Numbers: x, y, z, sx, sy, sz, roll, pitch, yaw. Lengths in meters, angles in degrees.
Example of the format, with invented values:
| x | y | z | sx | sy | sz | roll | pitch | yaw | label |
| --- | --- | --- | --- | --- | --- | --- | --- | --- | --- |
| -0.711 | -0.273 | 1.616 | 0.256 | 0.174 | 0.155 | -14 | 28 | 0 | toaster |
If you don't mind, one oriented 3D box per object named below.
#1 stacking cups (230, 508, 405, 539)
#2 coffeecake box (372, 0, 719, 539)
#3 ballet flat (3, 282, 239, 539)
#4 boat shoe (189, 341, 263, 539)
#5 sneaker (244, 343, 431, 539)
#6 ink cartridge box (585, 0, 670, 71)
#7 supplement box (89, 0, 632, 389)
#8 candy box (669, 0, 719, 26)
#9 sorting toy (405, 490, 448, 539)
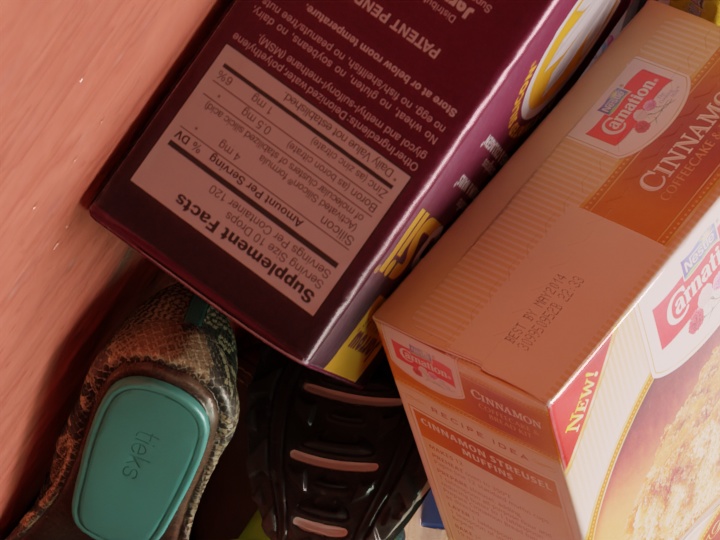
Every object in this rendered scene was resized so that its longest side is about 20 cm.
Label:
| x | y | z | sx | sy | sz | roll | pitch | yaw | label |
| --- | --- | --- | --- | --- | --- | --- | --- | --- | --- |
| 0.002 | 0.073 | 1.010 | 0.200 | 0.060 | 0.061 | -55 | 170 | -32 | stacking cups |
| 0.096 | 0.039 | 0.937 | 0.154 | 0.073 | 0.201 | -48 | 143 | -24 | coffeecake box |
| -0.085 | 0.085 | 0.980 | 0.075 | 0.067 | 0.201 | -72 | -173 | -55 | ballet flat |
| -0.044 | 0.127 | 1.130 | 0.067 | 0.072 | 0.202 | -15 | 118 | -33 | boat shoe |
| 0.013 | 0.011 | 0.976 | 0.079 | 0.073 | 0.201 | 69 | 33 | -66 | sneaker |
| 0.151 | -0.097 | 1.165 | 0.147 | 0.085 | 0.201 | -4 | 119 | -45 | ink cartridge box |
| 0.015 | -0.070 | 0.882 | 0.201 | 0.085 | 0.110 | -55 | 169 | 1 | supplement box |
| 0.149 | -0.132 | 0.977 | 0.102 | 0.026 | 0.200 | -47 | 171 | -5 | candy box |
| 0.056 | 0.125 | 1.138 | 0.200 | 0.069 | 0.200 | 28 | 64 | -72 | sorting toy |
